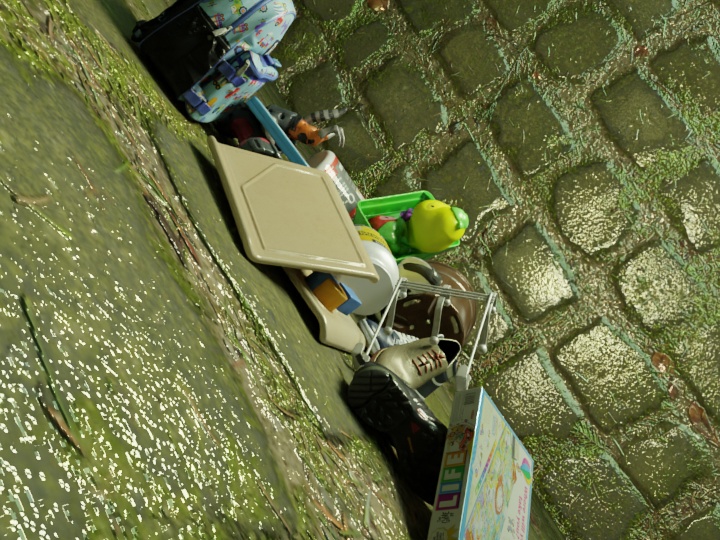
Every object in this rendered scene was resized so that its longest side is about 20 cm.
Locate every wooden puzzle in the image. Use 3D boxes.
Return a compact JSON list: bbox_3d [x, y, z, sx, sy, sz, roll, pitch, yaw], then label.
[{"bbox_3d":[-0.056,0.006,0.847,0.200,0.046,0.185,58,5,18],"label":"wooden puzzle"},{"bbox_3d":[-0.082,-0.066,0.783,0.200,0.037,0.185,13,41,-43],"label":"wooden puzzle"}]

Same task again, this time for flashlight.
[{"bbox_3d":[-0.165,-0.183,0.933,0.068,0.068,0.200,49,4,-42],"label":"flashlight"}]

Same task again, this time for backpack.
[{"bbox_3d":[-0.163,-0.302,0.856,0.135,0.200,0.183,53,5,-9],"label":"backpack"}]

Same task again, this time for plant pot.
[{"bbox_3d":[0.125,0.094,1.265,0.200,0.200,0.198,56,12,-3],"label":"plant pot"}]

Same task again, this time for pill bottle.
[{"bbox_3d":[-0.051,-0.128,1.320,0.200,0.116,0.116,54,6,-24],"label":"pill bottle"},{"bbox_3d":[0.000,0.000,1.032,0.112,0.112,0.200,55,5,-15],"label":"pill bottle"}]

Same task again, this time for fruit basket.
[{"bbox_3d":[0.104,-0.086,1.234,0.156,0.215,0.216,61,6,17],"label":"fruit basket"}]

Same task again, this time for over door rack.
[{"bbox_3d":[0.090,0.087,0.877,0.200,0.148,0.067,-54,147,-53],"label":"over door rack"}]

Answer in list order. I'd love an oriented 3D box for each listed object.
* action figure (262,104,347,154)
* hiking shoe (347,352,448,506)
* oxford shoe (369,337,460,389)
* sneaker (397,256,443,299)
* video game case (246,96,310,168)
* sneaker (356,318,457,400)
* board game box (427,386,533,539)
[{"bbox_3d":[-0.125,-0.282,1.282,0.200,0.193,0.105,-79,179,-67],"label":"action figure"},{"bbox_3d":[0.062,0.175,0.743,0.200,0.076,0.101,55,9,-11],"label":"hiking shoe"},{"bbox_3d":[0.076,0.126,0.913,0.200,0.075,0.071,-20,86,-60],"label":"oxford shoe"},{"bbox_3d":[0.060,0.030,1.148,0.074,0.080,0.200,49,-32,-22],"label":"sneaker"},{"bbox_3d":[-0.115,-0.193,0.979,0.143,0.018,0.200,53,2,-16],"label":"video game case"},{"bbox_3d":[0.081,0.123,1.046,0.200,0.108,0.070,53,6,-35],"label":"sneaker"},{"bbox_3d":[0.125,0.238,0.663,0.135,0.034,0.200,54,35,-26],"label":"board game box"}]
